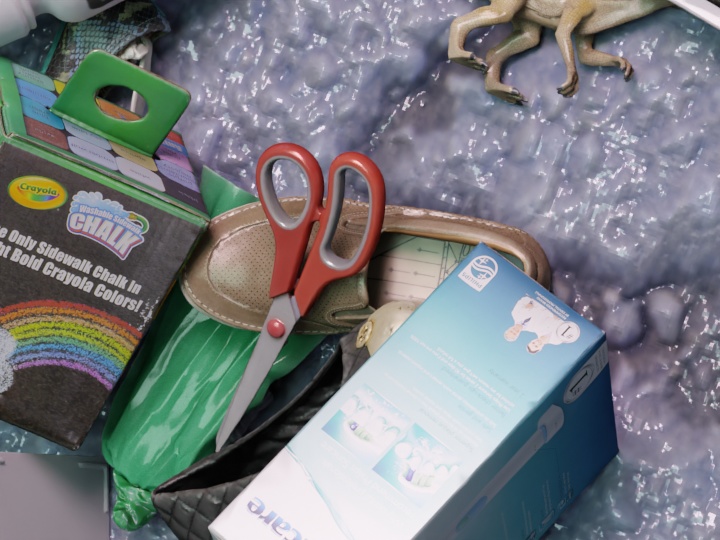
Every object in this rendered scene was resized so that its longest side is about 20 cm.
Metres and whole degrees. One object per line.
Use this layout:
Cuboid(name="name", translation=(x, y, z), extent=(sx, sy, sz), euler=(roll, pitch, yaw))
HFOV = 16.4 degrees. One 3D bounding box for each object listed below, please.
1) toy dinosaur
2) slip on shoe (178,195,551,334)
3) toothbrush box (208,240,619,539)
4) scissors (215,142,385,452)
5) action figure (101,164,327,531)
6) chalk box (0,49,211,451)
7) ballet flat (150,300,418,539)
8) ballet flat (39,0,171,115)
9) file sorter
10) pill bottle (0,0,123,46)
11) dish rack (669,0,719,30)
Cuboid(name="toy dinosaur", translation=(0.087, -0.146, 1.338), extent=(0.200, 0.058, 0.101), euler=(19, 78, 17))
Cuboid(name="slip on shoe", translation=(0.000, 0.000, 1.318), extent=(0.200, 0.061, 0.076), euler=(6, 87, 7))
Cuboid(name="toothbrush box", translation=(0.032, 0.108, 1.238), extent=(0.085, 0.146, 0.200), euler=(36, 74, 23))
Cuboid(name="scissors", translation=(-0.034, 0.023, 1.300), extent=(0.073, 0.014, 0.200), euler=(20, 118, 17))
Cuboid(name="action figure", translation=(-0.085, 0.057, 1.386), extent=(0.118, 0.055, 0.200), euler=(32, 94, 22))
Cuboid(name="chalk box", translation=(-0.166, -0.030, 1.355), extent=(0.200, 0.125, 0.124), euler=(-59, 23, 16))
Cuboid(name="ballet flat", translation=(-0.036, 0.084, 1.305), extent=(0.057, 0.066, 0.200), euler=(35, 118, -16))
Cuboid(name="ballet flat", translation=(-0.170, -0.073, 1.435), extent=(0.074, 0.074, 0.200), euler=(32, 101, 24))
Cuboid(name="file sorter", translation=(-0.226, 0.205, 1.390), extent=(0.124, 0.139, 0.200), euler=(-5, 82, 26))
Cuboid(name="pill bottle", translation=(-0.139, -0.207, 1.368), extent=(0.200, 0.114, 0.114), euler=(-27, 72, -7))
Cuboid(name="dish rack", translation=(0.190, -0.213, 1.282), extent=(0.200, 0.044, 0.172), euler=(34, 87, 24))
